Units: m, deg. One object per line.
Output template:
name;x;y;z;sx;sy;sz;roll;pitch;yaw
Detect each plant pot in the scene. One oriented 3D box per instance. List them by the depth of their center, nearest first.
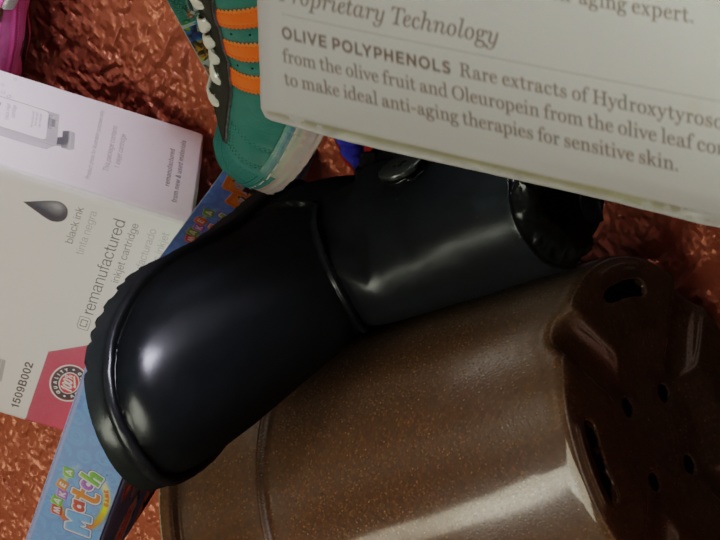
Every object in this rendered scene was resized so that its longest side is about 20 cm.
plant pot;0.053;0.096;0.995;0.197;0.200;0.202;-22;94;36

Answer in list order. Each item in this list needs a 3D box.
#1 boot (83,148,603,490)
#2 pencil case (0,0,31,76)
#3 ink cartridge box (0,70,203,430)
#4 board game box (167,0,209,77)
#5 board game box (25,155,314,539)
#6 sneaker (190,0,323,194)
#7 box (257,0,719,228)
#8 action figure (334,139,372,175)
boot;0.000;0.000;0.926;0.167;0.200;0.077;-19;107;34
pencil case;-0.195;-0.109;1.181;0.093;0.091;0.201;33;129;27
ink cartridge box;-0.192;-0.017;1.142;0.199;0.083;0.147;17;124;-10
board game box;-0.017;-0.157;0.925;0.146;0.065;0.200;-6;142;19
board game box;-0.088;0.044;1.078;0.036;0.200;0.152;25;126;3
sneaker;-0.035;-0.109;0.884;0.079;0.072;0.201;16;138;-8
box;0.097;-0.136;0.731;0.199;0.199;0.173;14;118;33
action figure;-0.010;-0.093;1.055;0.200;0.052;0.066;50;136;13
